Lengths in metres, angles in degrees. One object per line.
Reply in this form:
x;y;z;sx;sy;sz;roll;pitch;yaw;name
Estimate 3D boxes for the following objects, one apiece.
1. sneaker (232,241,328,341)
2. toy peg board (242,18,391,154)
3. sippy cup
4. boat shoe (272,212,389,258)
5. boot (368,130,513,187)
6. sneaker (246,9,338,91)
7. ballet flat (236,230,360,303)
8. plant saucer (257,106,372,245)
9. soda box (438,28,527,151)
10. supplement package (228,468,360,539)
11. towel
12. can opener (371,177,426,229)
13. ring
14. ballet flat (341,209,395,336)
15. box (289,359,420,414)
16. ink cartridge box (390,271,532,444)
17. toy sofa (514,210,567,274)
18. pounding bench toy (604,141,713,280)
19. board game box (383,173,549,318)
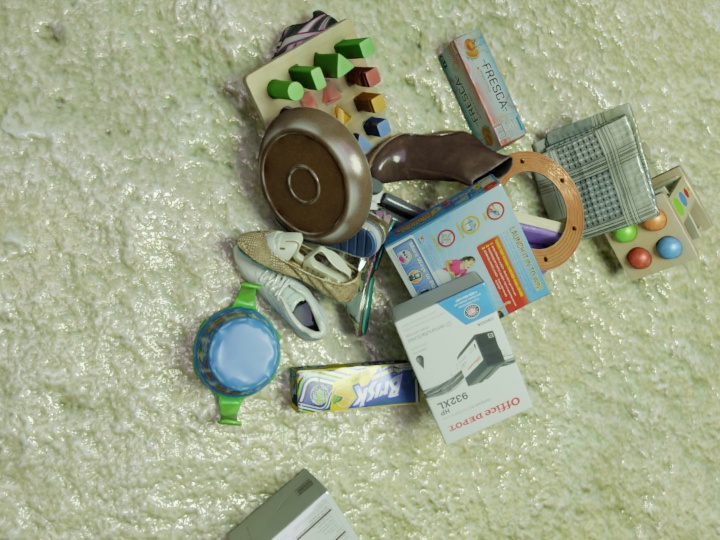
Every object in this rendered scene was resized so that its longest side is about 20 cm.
-0.115;0.025;0.899;0.070;0.080;0.201;-44;96;-8;sneaker
-0.041;-0.244;0.902;0.198;0.097;0.202;-35;121;-17;toy peg board
-0.172;0.118;0.846;0.137;0.130;0.181;-26;91;-18;sippy cup
-0.047;-0.077;0.917;0.197;0.074;0.072;24;35;20;boat shoe
0.124;-0.172;0.951;0.197;0.166;0.074;-25;128;-22;boot
-0.108;-0.344;0.956;0.199;0.081;0.086;-40;73;-16;sneaker
-0.084;-0.020;0.872;0.196;0.066;0.071;25;39;-16;ballet flat
-0.074;-0.126;0.842;0.202;0.199;0.032;55;39;-4;plant saucer
0.215;-0.311;1.044;0.063;0.068;0.204;-25;92;-18;soda box
-0.066;0.423;0.834;0.149;0.151;0.202;-35;94;-18;supplement package
0.400;-0.163;1.030;0.034;0.190;0.205;-12;86;-44;towel
0.049;-0.103;0.971;0.196;0.067;0.055;23;79;-13;can opener
0.286;-0.099;0.985;0.195;0.019;0.206;3;78;-16;ring
0.000;0.000;0.947;0.069;0.069;0.205;14;86;6;ballet flat
-0.009;0.179;0.921;0.195;0.070;0.066;-2;87;-17;box
0.147;0.128;0.872;0.142;0.084;0.204;-23;100;3;ink cartridge box
0.265;-0.058;1.025;0.195;0.083;0.100;12;80;-16;toy sofa
0.507;-0.113;1.055;0.155;0.123;0.203;-35;95;-42;pounding bench toy
0.163;-0.010;0.915;0.193;0.056;0.202;-28;111;9;board game box
